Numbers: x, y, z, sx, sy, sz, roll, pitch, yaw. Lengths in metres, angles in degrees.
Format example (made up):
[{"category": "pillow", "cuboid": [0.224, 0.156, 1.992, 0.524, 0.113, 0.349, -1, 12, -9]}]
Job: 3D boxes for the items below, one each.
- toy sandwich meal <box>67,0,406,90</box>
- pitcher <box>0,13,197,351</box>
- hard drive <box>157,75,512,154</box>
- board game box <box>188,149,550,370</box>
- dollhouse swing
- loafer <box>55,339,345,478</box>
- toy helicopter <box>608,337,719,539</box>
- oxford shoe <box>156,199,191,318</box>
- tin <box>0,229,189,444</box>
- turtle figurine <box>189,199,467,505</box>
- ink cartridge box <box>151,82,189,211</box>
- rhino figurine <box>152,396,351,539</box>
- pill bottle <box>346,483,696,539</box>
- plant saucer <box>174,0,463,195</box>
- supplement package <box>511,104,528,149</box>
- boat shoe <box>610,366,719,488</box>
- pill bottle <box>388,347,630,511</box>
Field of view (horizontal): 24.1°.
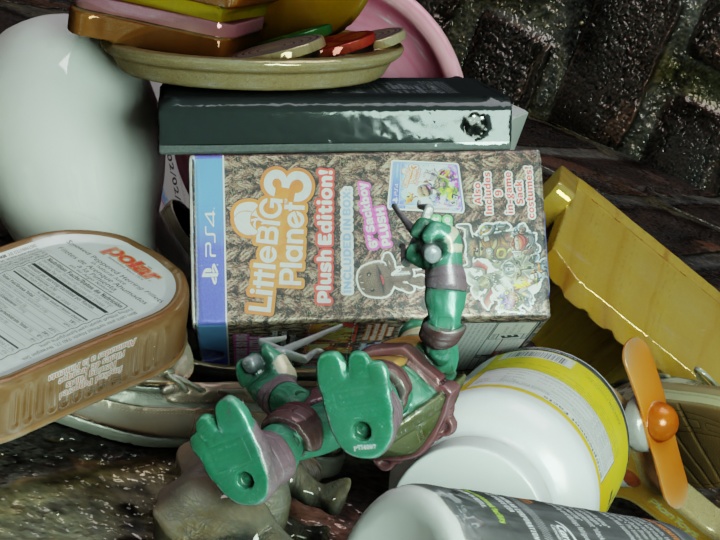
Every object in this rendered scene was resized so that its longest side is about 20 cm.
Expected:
[{"category": "toy sandwich meal", "cuboid": [-0.071, -0.156, 1.018, 0.203, 0.071, 0.205, 2, 15, 0]}, {"category": "pitcher", "cuboid": [-0.163, -0.048, 1.067, 0.171, 0.121, 0.202, 27, 42, -58]}, {"category": "hard drive", "cuboid": [-0.020, -0.093, 0.997, 0.198, 0.033, 0.140, -1, 12, -6]}, {"category": "board game box", "cuboid": [0.000, 0.000, 0.994, 0.198, 0.098, 0.160, -1, -14, -5]}, {"category": "dollhouse swing", "cuboid": [0.174, 0.056, 1.227, 0.199, 0.182, 0.176, 38, 38, -3]}, {"category": "loafer", "cuboid": [-0.092, 0.063, 0.939, 0.198, 0.063, 0.072, 15, 15, -24]}, {"category": "toy helicopter", "cuboid": [0.174, 0.119, 1.034, 0.199, 0.132, 0.079, 37, 53, -4]}, {"category": "oxford shoe", "cuboid": [-0.070, 0.017, 1.135, 0.199, 0.074, 0.071, 26, 14, 20]}, {"category": "tin", "cuboid": [-0.174, 0.031, 0.871, 0.112, 0.042, 0.199, 33, 36, 28]}, {"category": "turtle figurine", "cuboid": [0.005, 0.044, 0.796, 0.101, 0.150, 0.200, 47, 23, 2]}, {"category": "ink cartridge box", "cuboid": [-0.176, -0.078, 1.230, 0.067, 0.116, 0.200, -11, 3, 19]}, {"category": "rhino figurine", "cuboid": [-0.052, 0.110, 0.828, 0.087, 0.060, 0.200, 21, 11, -2]}, {"category": "pill bottle", "cuboid": [0.094, 0.159, 0.752, 0.199, 0.107, 0.106, 13, 15, -32]}, {"category": "plant saucer", "cuboid": [-0.025, -0.098, 1.125, 0.199, 0.202, 0.051, 23, -2, 10]}, {"category": "supplement package", "cuboid": [0.012, -0.048, 1.238, 0.150, 0.202, 0.152, 23, 13, 9]}, {"category": "boat shoe", "cuboid": [0.200, 0.093, 1.088, 0.074, 0.063, 0.199, 57, -26, -14]}, {"category": "pill bottle", "cuboid": [0.079, 0.111, 0.907, 0.111, 0.113, 0.200, 24, 14, 13]}]
